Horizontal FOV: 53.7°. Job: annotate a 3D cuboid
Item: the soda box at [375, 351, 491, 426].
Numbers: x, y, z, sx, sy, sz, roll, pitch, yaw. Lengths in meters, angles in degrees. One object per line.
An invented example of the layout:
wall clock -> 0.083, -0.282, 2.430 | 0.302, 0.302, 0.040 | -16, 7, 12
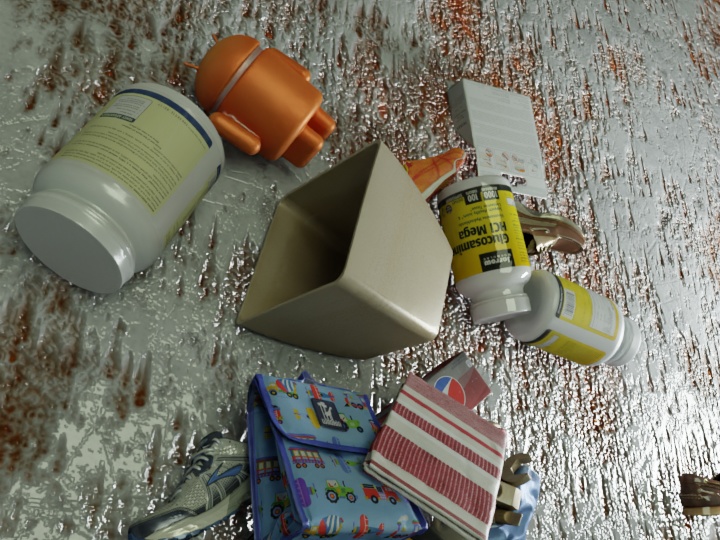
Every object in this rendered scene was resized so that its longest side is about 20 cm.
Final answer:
soda box -> 0.076, 0.184, 0.901 | 0.200, 0.063, 0.070 | -30, 84, -39

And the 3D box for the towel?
towel -> 0.088, 0.198, 0.778 | 0.144, 0.023, 0.200 | 32, 24, 5

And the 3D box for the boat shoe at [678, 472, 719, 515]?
boat shoe -> 0.599, 0.363, 1.157 | 0.199, 0.070, 0.071 | 12, 66, -29

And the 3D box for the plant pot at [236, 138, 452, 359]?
plant pot -> 0.000, 0.000, 0.867 | 0.177, 0.200, 0.201 | 35, 52, -28

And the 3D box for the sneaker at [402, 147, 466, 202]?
sneaker -> 0.097, -0.146, 1.074 | 0.077, 0.073, 0.200 | 42, 46, 8

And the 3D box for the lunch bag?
lunch bag -> -0.040, 0.196, 0.745 | 0.150, 0.094, 0.201 | 15, 40, -34

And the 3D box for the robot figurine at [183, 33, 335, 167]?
robot figurine -> -0.130, -0.225, 0.930 | 0.200, 0.117, 0.144 | 37, 92, -13

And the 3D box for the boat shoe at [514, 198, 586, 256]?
boat shoe -> 0.275, -0.056, 1.150 | 0.199, 0.076, 0.072 | 16, 63, -16

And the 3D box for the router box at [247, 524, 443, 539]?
router box -> -0.004, 0.308, 0.777 | 0.200, 0.051, 0.149 | 43, 50, 4

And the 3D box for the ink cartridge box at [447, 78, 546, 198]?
ink cartridge box -> 0.236, -0.218, 1.221 | 0.159, 0.047, 0.201 | 5, 70, -32

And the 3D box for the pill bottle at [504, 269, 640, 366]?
pill bottle -> 0.328, 0.081, 1.087 | 0.199, 0.112, 0.113 | 22, 57, -24

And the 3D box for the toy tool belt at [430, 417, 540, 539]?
toy tool belt -> 0.173, 0.281, 0.860 | 0.125, 0.123, 0.201 | 39, 59, -37

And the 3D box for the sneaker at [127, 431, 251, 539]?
sneaker -> -0.156, 0.217, 0.732 | 0.200, 0.077, 0.085 | -17, 73, -48

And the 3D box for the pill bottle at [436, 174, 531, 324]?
pill bottle -> 0.185, -0.028, 1.039 | 0.112, 0.112, 0.201 | -3, 75, -35

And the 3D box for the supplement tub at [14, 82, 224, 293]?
supplement tub -> -0.252, -0.090, 0.764 | 0.145, 0.145, 0.200 | 37, 53, -13
